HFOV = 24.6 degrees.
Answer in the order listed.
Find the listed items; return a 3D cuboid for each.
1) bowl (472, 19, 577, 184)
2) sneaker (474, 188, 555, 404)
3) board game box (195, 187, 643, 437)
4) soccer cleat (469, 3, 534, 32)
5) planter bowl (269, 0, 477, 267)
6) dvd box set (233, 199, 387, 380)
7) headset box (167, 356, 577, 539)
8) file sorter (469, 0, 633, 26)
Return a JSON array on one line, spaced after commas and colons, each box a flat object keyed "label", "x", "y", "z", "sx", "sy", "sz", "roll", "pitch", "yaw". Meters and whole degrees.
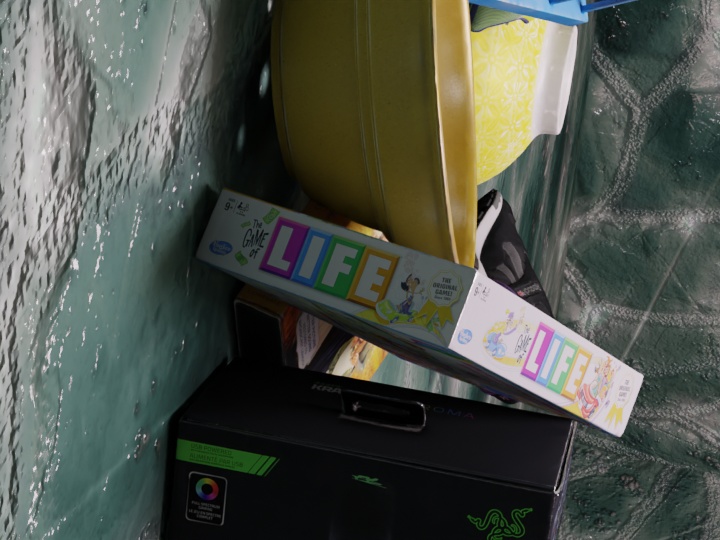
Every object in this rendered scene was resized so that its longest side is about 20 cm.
[{"label": "bowl", "x": 0.098, "y": -0.147, "z": 1.200, "sx": 0.200, "sy": 0.107, "sz": 0.201, "roll": 9, "pitch": 90, "yaw": -80}, {"label": "sneaker", "x": 0.081, "y": 0.022, "z": 1.026, "sx": 0.076, "sy": 0.088, "sz": 0.200, "roll": -42, "pitch": -169, "yaw": 23}, {"label": "board game box", "x": 0.034, "y": 0.023, "z": 0.762, "sx": 0.200, "sy": 0.134, "sz": 0.034, "roll": 29, "pitch": 81, "yaw": -58}, {"label": "soccer cleat", "x": 0.122, "y": -0.209, "z": 1.117, "sx": 0.200, "sy": 0.065, "sz": 0.084, "roll": -29, "pitch": 152, "yaw": -53}, {"label": "planter bowl", "x": 0.006, "y": -0.089, "z": 0.775, "sx": 0.200, "sy": 0.083, "sz": 0.201, "roll": -2, "pitch": 90, "yaw": -81}, {"label": "dvd box set", "x": 0.000, "y": 0.000, "z": 0.891, "sx": 0.200, "sy": 0.029, "sz": 0.147, "roll": -54, "pitch": 156, "yaw": -36}, {"label": "headset box", "x": 0.002, "y": 0.147, "z": 0.773, "sx": 0.093, "sy": 0.173, "sz": 0.201, "roll": -50, "pitch": 150, "yaw": -70}, {"label": "file sorter", "x": 0.120, "y": -0.227, "z": 0.927, "sx": 0.200, "sy": 0.122, "sz": 0.139, "roll": -3, "pitch": 85, "yaw": -59}]
